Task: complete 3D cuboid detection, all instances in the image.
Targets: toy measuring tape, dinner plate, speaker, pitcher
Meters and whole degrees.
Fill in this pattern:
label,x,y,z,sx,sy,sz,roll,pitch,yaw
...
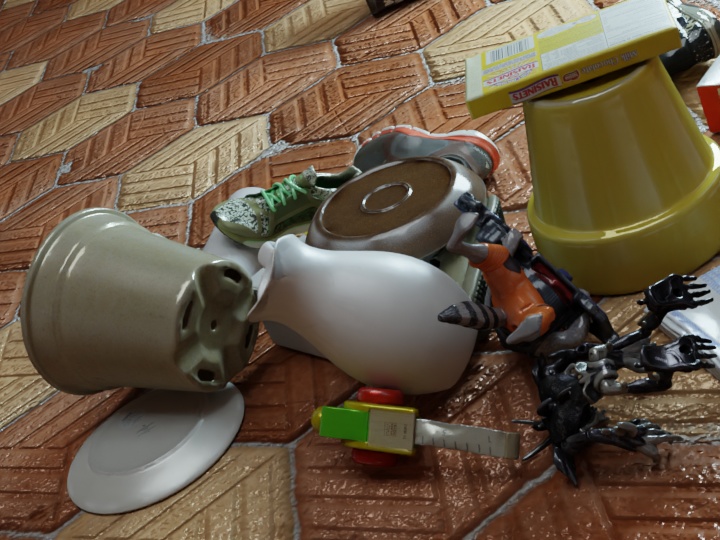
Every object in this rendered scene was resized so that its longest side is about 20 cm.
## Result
label,x,y,z,sx,sy,sz,roll,pitch,yaw
toy measuring tape,0.050,0.138,1.080,0.198,0.074,0.074,3,37,26
dinner plate,-0.212,0.167,1.279,0.199,0.024,0.201,-20,27,11
speaker,-0.146,-0.014,1.477,0.081,0.082,0.201,-14,29,21
pitcher,-0.001,0.029,1.155,0.172,0.199,0.122,-108,40,-73

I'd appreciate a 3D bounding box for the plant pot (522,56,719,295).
label,x,y,z,sx,sy,sz,roll,pitch,yaw
plant pot,0.243,-0.110,1.208,0.199,0.190,0.201,-19,29,11

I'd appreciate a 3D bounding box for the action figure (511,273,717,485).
label,x,y,z,sx,sy,sz,roll,pitch,yaw
action figure,0.203,0.093,0.986,0.200,0.101,0.120,129,145,-48

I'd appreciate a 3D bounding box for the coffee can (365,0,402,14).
label,x,y,z,sx,sy,sz,roll,pitch,yaw
coffee can,0.083,-0.539,2.124,0.199,0.147,0.147,-23,28,4

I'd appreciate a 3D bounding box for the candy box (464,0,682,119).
label,x,y,z,sx,sy,sz,roll,pitch,yaw
candy box,0.193,-0.202,1.175,0.198,0.027,0.103,-18,31,15

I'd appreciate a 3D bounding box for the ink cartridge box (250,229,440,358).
label,x,y,z,sx,sy,sz,roll,pitch,yaw
ink cartridge box,0.000,0.000,1.327,0.144,0.084,0.200,11,43,48

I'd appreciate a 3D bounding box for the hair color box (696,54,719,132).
label,x,y,z,sx,sy,sz,roll,pitch,yaw
hair color box,0.459,-0.230,1.375,0.110,0.064,0.200,1,39,42

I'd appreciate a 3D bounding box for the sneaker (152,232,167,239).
label,x,y,z,sx,sy,sz,roll,pitch,yaw
sneaker,-0.281,0.005,1.584,0.199,0.078,0.092,6,56,50

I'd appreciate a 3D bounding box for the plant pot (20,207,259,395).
label,x,y,z,sx,sy,sz,roll,pitch,yaw
plant pot,-0.211,0.045,1.295,0.182,0.202,0.201,9,42,34

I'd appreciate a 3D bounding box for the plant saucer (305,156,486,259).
label,x,y,z,sx,sy,sz,roll,pitch,yaw
plant saucer,0.030,-0.064,1.292,0.199,0.032,0.201,-17,30,10

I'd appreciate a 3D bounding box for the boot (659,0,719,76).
label,x,y,z,sx,sy,sz,roll,pitch,yaw
boot,0.333,-0.269,1.537,0.153,0.074,0.204,-32,27,-6

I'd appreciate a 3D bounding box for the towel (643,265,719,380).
label,x,y,z,sx,sy,sz,roll,pitch,yaw
towel,0.357,0.019,1.070,0.199,0.024,0.147,-27,28,-4

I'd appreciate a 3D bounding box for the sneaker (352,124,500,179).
label,x,y,z,sx,sy,sz,roll,pitch,yaw
sneaker,0.064,-0.121,1.500,0.199,0.077,0.082,-3,41,37

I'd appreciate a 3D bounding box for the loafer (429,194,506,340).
label,x,y,z,sx,sy,sz,roll,pitch,yaw
loafer,0.106,-0.007,1.264,0.067,0.077,0.201,-6,33,21

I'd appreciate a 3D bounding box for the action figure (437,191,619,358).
label,x,y,z,sx,sy,sz,roll,pitch,yaw
action figure,0.121,0.015,1.112,0.105,0.193,0.200,-47,63,4

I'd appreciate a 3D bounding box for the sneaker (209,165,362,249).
label,x,y,z,sx,sy,sz,roll,pitch,yaw
sneaker,-0.081,-0.087,1.457,0.199,0.089,0.077,-11,46,-30
